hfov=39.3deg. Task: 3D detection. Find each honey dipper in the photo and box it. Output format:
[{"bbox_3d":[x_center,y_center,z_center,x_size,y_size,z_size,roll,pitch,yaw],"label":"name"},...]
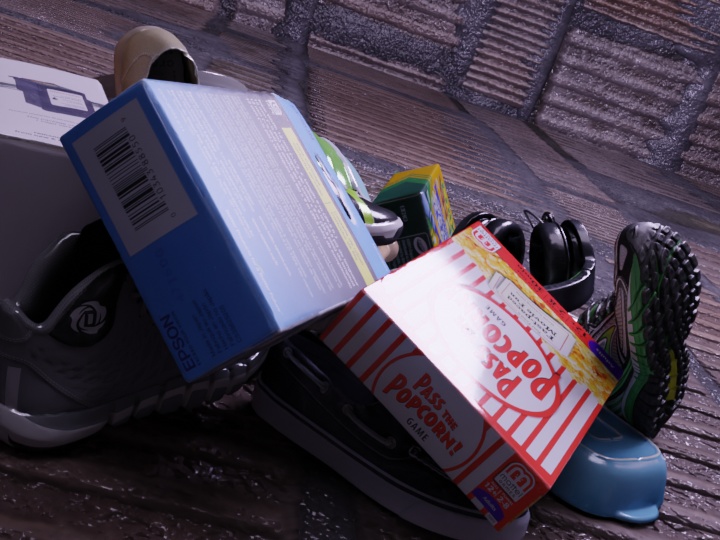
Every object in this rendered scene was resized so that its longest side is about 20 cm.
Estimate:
[{"bbox_3d":[0.000,0.000,0.749,0.038,0.038,0.200,22,19,8],"label":"honey dipper"}]

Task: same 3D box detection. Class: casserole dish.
[{"bbox_3d":[0.148,0.117,0.765,0.121,0.039,0.200,5,21,-42],"label":"casserole dish"}]

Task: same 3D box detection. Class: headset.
[{"bbox_3d":[0.137,0.001,0.839,0.123,0.094,0.200,6,25,20],"label":"headset"}]

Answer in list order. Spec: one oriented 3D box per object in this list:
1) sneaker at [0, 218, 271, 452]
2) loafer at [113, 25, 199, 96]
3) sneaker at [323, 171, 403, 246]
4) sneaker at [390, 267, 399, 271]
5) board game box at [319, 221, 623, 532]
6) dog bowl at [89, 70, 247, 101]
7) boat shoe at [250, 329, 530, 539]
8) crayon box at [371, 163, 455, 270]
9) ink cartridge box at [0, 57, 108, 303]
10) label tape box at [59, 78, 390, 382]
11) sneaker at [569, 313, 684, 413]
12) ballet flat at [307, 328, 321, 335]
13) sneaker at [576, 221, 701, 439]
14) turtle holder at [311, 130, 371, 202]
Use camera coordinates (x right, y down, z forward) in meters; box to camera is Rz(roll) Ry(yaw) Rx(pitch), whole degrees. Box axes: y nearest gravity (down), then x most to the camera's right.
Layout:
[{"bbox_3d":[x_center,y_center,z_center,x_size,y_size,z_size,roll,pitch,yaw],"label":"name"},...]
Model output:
[{"bbox_3d":[-0.119,0.021,0.576,0.075,0.116,0.200,26,29,31],"label":"sneaker"},{"bbox_3d":[-0.158,-0.095,0.809,0.075,0.201,0.068,-14,15,-24],"label":"loafer"},{"bbox_3d":[-0.050,-0.073,0.746,0.199,0.083,0.072,15,2,-24],"label":"sneaker"},{"bbox_3d":[0.046,0.065,0.730,0.088,0.075,0.200,-1,36,-33],"label":"sneaker"},{"bbox_3d":[0.081,0.055,0.644,0.152,0.046,0.200,46,28,8],"label":"board game box"},{"bbox_3d":[-0.197,-0.124,0.927,0.199,0.059,0.200,-10,-7,-1],"label":"dog bowl"},{"bbox_3d":[0.022,0.097,0.631,0.200,0.068,0.072,29,19,26],"label":"boat shoe"},{"bbox_3d":[0.060,-0.026,0.945,0.051,0.126,0.200,-13,12,11],"label":"crayon box"},{"bbox_3d":[-0.215,-0.043,0.664,0.084,0.145,0.200,11,19,-24],"label":"ink cartridge box"},{"bbox_3d":[-0.065,-0.030,0.586,0.144,0.066,0.200,61,18,3],"label":"label tape box"},{"bbox_3d":[0.191,0.078,0.903,0.200,0.073,0.112,29,6,34],"label":"sneaker"},{"bbox_3d":[-0.071,0.031,0.728,0.199,0.069,0.068,4,23,-42],"label":"ballet flat"},{"bbox_3d":[0.192,0.043,0.736,0.085,0.201,0.078,25,54,30],"label":"sneaker"},{"bbox_3d":[-0.043,-0.045,0.881,0.185,0.141,0.132,20,-4,42],"label":"turtle holder"}]
